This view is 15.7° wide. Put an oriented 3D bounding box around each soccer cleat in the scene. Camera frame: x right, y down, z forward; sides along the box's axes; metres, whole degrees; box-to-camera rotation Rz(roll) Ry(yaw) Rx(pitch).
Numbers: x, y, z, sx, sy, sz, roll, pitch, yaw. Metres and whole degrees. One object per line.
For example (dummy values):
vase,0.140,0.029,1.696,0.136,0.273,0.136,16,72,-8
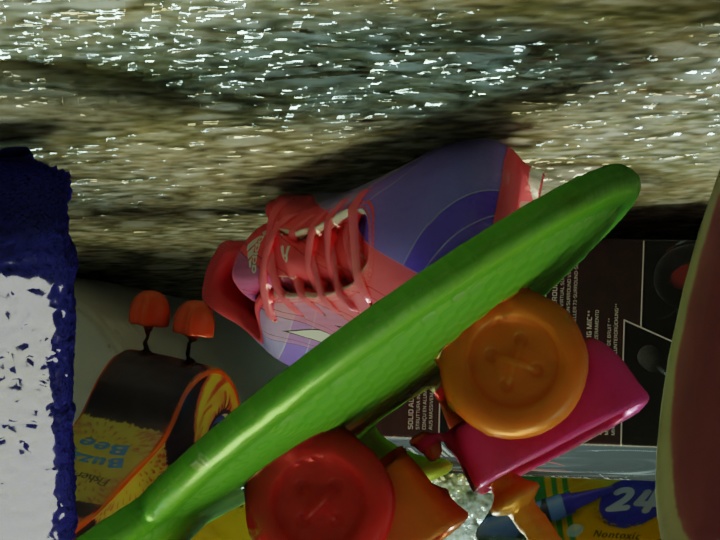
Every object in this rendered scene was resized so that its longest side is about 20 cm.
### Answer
soccer cleat,0.000,0.000,0.774,0.076,0.067,0.200,14,170,-8

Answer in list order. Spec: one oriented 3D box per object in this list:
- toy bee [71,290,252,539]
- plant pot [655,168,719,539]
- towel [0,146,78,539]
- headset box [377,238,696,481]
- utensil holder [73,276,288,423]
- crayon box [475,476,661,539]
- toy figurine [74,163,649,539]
toy bee,-0.080,0.066,0.844,0.130,0.110,0.200,2,-161,6
plant pot,0.163,0.024,0.525,0.178,0.201,0.200,15,171,-6
towel,-0.177,0.025,0.719,0.198,0.050,0.148,1,130,-6
headset box,0.071,0.035,0.946,0.198,0.076,0.149,1,171,12
utensil holder,-0.103,0.089,1.044,0.169,0.171,0.200,-5,172,25
crayon box,0.146,0.068,1.080,0.125,0.052,0.200,0,-146,31
toy figurine,0.034,0.107,0.609,0.199,0.185,0.150,-34,172,-4
